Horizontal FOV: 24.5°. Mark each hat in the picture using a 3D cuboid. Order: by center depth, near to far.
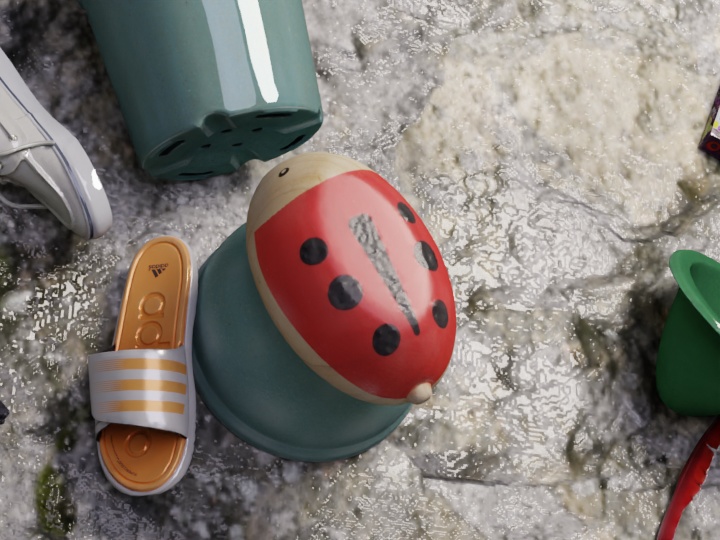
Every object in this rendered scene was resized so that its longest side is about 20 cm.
[{"bbox_3d":[0.265,0.104,1.376,0.166,0.176,0.200,43,22,7],"label":"hat"}]

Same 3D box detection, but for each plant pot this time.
[{"bbox_3d":[-0.025,0.027,1.246,0.198,0.134,0.202,7,63,-15],"label":"plant pot"},{"bbox_3d":[-0.123,-0.187,1.292,0.199,0.200,0.198,-11,78,-23],"label":"plant pot"}]

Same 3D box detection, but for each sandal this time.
[{"bbox_3d":[-0.164,0.061,1.208,0.079,0.059,0.208,-9,63,18],"label":"sandal"}]

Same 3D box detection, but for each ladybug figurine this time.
[{"bbox_3d":[0.000,0.000,1.148,0.135,0.072,0.201,-26,76,-27],"label":"ladybug figurine"}]

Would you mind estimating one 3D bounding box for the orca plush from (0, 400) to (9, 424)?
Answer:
[{"bbox_3d":[-0.317,0.170,1.135,0.105,0.071,0.200,11,44,38],"label":"orca plush"}]

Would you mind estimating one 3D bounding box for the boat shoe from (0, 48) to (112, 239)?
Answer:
[{"bbox_3d":[-0.273,-0.092,1.252,0.086,0.075,0.202,-31,76,-29],"label":"boat shoe"}]

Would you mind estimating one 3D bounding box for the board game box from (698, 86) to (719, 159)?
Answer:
[{"bbox_3d":[0.417,-0.117,1.528,0.199,0.032,0.121,27,56,-5],"label":"board game box"}]
